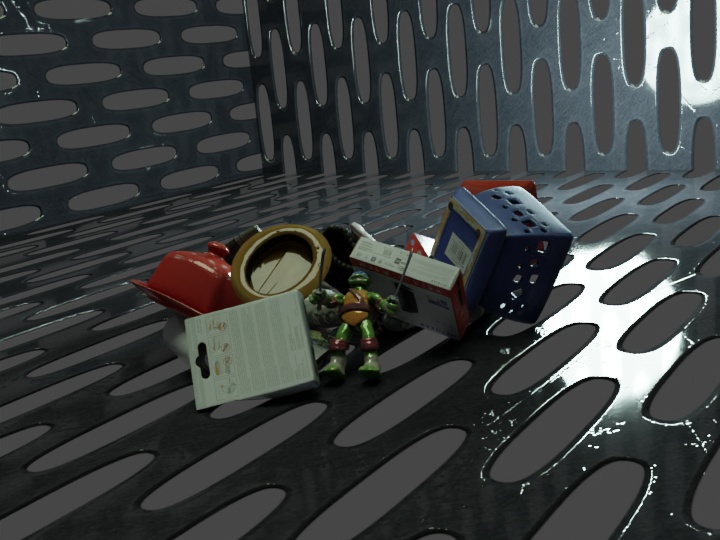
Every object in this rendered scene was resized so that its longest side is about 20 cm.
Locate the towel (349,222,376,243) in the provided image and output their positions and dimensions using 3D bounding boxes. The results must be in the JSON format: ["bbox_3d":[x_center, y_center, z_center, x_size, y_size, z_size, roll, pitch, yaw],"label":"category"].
[{"bbox_3d":[0.052,-0.020,1.714,0.146,0.030,0.200,40,-6,18],"label":"towel"}]

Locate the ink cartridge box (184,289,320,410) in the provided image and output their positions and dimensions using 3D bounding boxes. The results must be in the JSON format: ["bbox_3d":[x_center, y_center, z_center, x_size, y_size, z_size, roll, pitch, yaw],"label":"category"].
[{"bbox_3d":[-0.177,0.133,1.436,0.198,0.164,0.057,-16,-24,8],"label":"ink cartridge box"}]

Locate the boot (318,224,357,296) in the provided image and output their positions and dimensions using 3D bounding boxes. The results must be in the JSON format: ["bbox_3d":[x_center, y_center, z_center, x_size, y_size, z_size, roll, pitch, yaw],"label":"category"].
[{"bbox_3d":[-0.002,0.002,1.712,0.209,0.080,0.158,26,-22,-2],"label":"boot"}]

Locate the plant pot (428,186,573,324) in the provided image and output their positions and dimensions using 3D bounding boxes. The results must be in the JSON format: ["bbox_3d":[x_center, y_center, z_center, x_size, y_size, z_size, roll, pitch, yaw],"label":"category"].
[{"bbox_3d":[0.248,-0.036,1.645,0.178,0.202,0.200,4,30,-29],"label":"plant pot"}]

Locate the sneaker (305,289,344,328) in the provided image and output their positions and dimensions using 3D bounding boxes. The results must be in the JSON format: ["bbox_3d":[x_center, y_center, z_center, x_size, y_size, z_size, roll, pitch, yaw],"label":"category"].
[{"bbox_3d":[-0.069,0.086,1.742,0.091,0.077,0.200,6,18,25],"label":"sneaker"}]

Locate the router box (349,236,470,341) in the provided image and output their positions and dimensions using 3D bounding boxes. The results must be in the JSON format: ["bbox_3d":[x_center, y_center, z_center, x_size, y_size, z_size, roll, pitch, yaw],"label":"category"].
[{"bbox_3d":[0.092,0.034,1.577,0.198,0.180,0.049,18,63,24],"label":"router box"}]

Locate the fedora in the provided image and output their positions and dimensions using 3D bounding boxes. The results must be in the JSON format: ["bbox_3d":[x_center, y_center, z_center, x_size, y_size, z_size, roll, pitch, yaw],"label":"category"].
[{"bbox_3d":[-0.142,0.008,1.622,0.198,0.082,0.202,-5,52,7],"label":"fedora"}]

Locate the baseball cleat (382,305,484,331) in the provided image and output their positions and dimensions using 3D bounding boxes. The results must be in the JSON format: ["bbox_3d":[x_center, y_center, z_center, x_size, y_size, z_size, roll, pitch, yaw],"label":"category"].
[{"bbox_3d":[0.139,0.071,1.712,0.197,0.071,0.107,-5,14,0],"label":"baseball cleat"}]

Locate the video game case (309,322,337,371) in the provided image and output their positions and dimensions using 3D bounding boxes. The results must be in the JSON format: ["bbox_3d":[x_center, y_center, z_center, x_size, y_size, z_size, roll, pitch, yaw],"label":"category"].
[{"bbox_3d":[-0.143,0.118,1.548,0.198,0.036,0.181,20,15,13],"label":"video game case"}]

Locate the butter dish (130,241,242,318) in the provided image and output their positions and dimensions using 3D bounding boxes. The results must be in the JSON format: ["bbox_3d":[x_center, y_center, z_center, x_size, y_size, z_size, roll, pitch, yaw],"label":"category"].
[{"bbox_3d":[-0.293,0.017,1.658,0.198,0.149,0.200,22,-3,24],"label":"butter dish"}]

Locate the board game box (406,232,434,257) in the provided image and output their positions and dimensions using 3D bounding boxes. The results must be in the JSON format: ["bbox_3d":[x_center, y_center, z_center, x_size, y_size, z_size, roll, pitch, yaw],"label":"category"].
[{"bbox_3d":[0.190,0.001,1.813,0.152,0.041,0.200,18,21,-20],"label":"board game box"}]

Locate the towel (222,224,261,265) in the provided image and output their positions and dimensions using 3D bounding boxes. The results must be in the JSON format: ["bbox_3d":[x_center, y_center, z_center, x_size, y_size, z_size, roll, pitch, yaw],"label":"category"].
[{"bbox_3d":[-0.231,0.004,1.805,0.192,0.200,0.035,-33,46,13],"label":"towel"}]

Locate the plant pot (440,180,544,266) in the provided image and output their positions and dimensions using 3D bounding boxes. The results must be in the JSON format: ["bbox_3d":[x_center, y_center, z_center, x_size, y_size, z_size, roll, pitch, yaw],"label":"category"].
[{"bbox_3d":[0.299,-0.087,2.068,0.198,0.202,0.176,5,28,38],"label":"plant pot"}]

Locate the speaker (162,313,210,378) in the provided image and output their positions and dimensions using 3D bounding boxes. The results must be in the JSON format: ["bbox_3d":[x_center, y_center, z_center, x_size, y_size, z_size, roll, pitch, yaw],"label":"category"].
[{"bbox_3d":[-0.300,0.136,1.608,0.080,0.082,0.199,-12,15,-26],"label":"speaker"}]

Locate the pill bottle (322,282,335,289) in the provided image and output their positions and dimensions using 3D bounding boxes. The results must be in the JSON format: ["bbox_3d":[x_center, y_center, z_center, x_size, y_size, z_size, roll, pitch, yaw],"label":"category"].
[{"bbox_3d":[-0.080,-0.016,2.011,0.114,0.117,0.200,-8,5,-11],"label":"pill bottle"}]

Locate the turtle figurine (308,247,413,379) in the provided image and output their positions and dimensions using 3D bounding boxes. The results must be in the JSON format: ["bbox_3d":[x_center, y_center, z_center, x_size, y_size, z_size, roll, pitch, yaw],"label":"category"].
[{"bbox_3d":[-0.013,0.072,1.457,0.142,0.196,0.200,10,-23,-17],"label":"turtle figurine"}]
